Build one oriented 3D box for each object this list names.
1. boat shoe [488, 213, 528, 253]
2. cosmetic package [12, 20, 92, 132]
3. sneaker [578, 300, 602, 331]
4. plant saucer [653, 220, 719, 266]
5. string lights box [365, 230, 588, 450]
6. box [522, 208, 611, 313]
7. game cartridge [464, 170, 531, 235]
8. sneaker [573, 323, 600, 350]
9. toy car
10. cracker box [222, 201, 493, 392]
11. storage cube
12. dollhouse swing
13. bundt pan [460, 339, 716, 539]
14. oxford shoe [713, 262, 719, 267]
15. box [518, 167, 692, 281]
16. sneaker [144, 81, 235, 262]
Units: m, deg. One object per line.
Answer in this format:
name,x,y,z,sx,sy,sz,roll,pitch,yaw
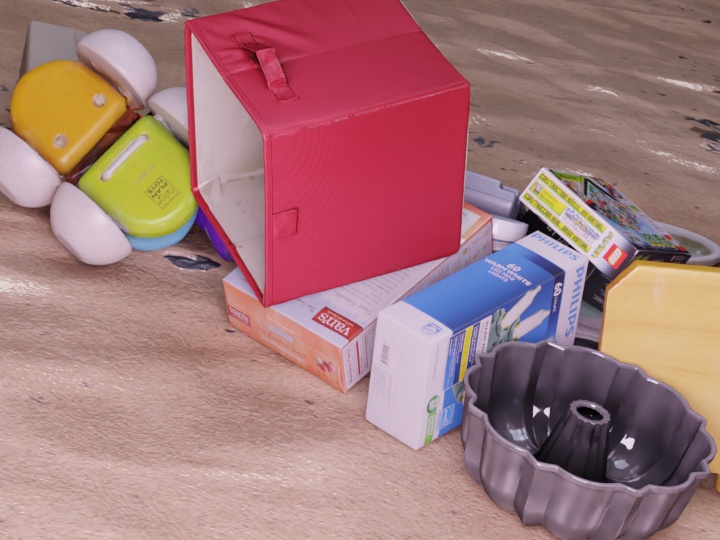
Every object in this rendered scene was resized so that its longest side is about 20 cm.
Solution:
boat shoe,0.097,-0.015,1.855,0.073,0.066,0.200,10,-5,-11
cosmetic package,-0.285,-0.157,1.976,0.086,0.104,0.200,10,22,-12
sneaker,0.144,0.032,1.841,0.199,0.074,0.118,15,25,-32
plant saucer,0.259,-0.015,2.064,0.198,0.051,0.200,9,14,-2
string lights box,0.094,0.053,1.653,0.059,0.104,0.199,29,38,33
box,0.253,0.016,1.878,0.199,0.044,0.160,32,15,-26
game cartridge,0.095,-0.056,1.963,0.132,0.042,0.200,14,-12,14
sneaker,0.237,0.096,1.776,0.198,0.075,0.085,1,29,-12
toy car,-0.217,-0.094,1.816,0.200,0.175,0.150,39,-14,19
cracker box,0.000,0.000,1.730,0.133,0.058,0.200,29,52,31
storage cube,-0.028,-0.107,1.664,0.178,0.201,0.171,-15,43,-20
dollhouse swing,0.293,0.064,1.710,0.174,0.202,0.182,9,18,13
bundt pan,0.164,0.138,1.568,0.200,0.076,0.202,13,26,-7
oxford shoe,0.376,0.048,1.988,0.071,0.072,0.200,-1,27,-27
box,0.214,-0.037,1.778,0.110,0.035,0.200,42,14,16
sneaker,-0.160,-0.074,1.907,0.070,0.099,0.201,49,16,-53
